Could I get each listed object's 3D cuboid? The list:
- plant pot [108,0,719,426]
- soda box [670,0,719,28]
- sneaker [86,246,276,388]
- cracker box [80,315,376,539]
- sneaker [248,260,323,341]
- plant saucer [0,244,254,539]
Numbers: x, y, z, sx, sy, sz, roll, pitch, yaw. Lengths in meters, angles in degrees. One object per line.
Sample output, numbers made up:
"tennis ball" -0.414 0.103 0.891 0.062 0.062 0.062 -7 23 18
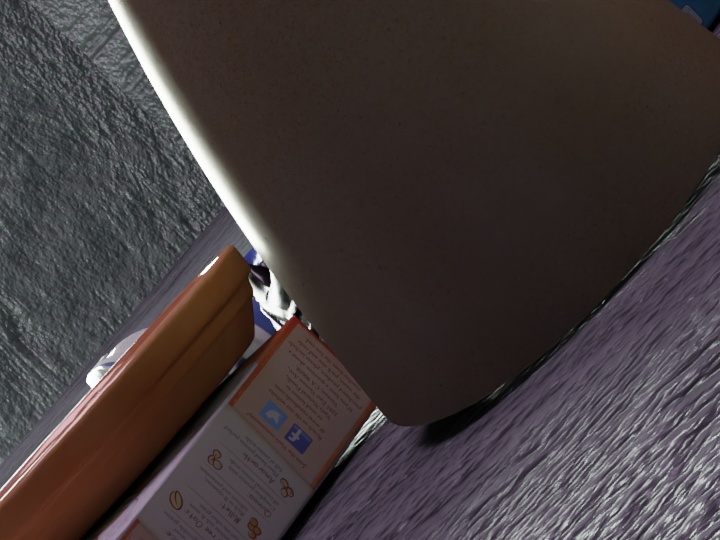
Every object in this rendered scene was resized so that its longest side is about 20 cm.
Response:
"plant pot" 0.004 -0.080 1.067 0.187 0.200 0.187 -43 14 14
"soda box" 0.161 -0.167 1.376 0.200 0.064 0.068 -49 5 -31
"sneaker" -0.058 0.036 1.604 0.115 0.081 0.199 -45 10 -32
"cracker box" -0.085 0.121 1.207 0.134 0.058 0.200 -43 7 42
"sneaker" 0.000 0.000 1.266 0.076 0.088 0.200 -48 6 -25
"plant saucer" -0.110 0.074 1.257 0.200 0.037 0.200 -48 3 3
